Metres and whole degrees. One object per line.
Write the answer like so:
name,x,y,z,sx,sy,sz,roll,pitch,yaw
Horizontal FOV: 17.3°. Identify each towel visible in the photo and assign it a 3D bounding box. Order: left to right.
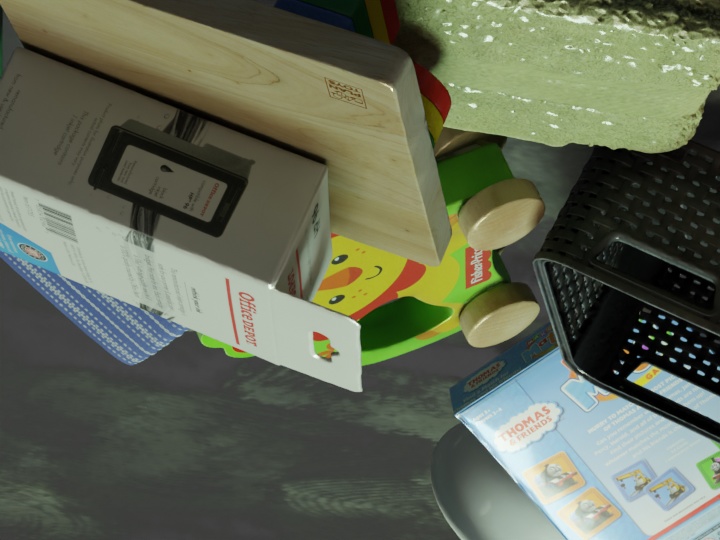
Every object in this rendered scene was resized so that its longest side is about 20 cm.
towel,-0.146,-0.019,1.351,0.145,0.024,0.200,43,150,-8
towel,0.080,-0.108,1.142,0.199,0.037,0.148,8,158,-5

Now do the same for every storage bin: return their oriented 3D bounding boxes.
storage bin,0.183,0.013,1.294,0.135,0.094,0.200,25,165,19

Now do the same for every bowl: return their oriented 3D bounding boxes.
bowl,0.156,0.137,1.616,0.200,0.201,0.091,13,122,-21

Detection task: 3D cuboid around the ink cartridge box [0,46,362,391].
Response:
ink cartridge box,-0.079,-0.021,1.116,0.199,0.068,0.116,22,162,8

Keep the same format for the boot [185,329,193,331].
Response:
boot,-0.043,-0.009,1.385,0.130,0.068,0.200,5,157,-10

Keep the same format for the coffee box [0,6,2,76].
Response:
coffee box,-0.214,-0.059,1.216,0.044,0.123,0.200,10,160,-6

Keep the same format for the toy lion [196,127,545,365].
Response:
toy lion,0.000,0.000,1.277,0.191,0.069,0.200,-22,155,-7

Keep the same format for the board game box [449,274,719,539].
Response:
board game box,0.174,0.107,1.481,0.151,0.037,0.200,-34,118,13

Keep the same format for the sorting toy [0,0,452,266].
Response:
sorting toy,-0.052,-0.098,1.089,0.199,0.070,0.199,19,161,15
